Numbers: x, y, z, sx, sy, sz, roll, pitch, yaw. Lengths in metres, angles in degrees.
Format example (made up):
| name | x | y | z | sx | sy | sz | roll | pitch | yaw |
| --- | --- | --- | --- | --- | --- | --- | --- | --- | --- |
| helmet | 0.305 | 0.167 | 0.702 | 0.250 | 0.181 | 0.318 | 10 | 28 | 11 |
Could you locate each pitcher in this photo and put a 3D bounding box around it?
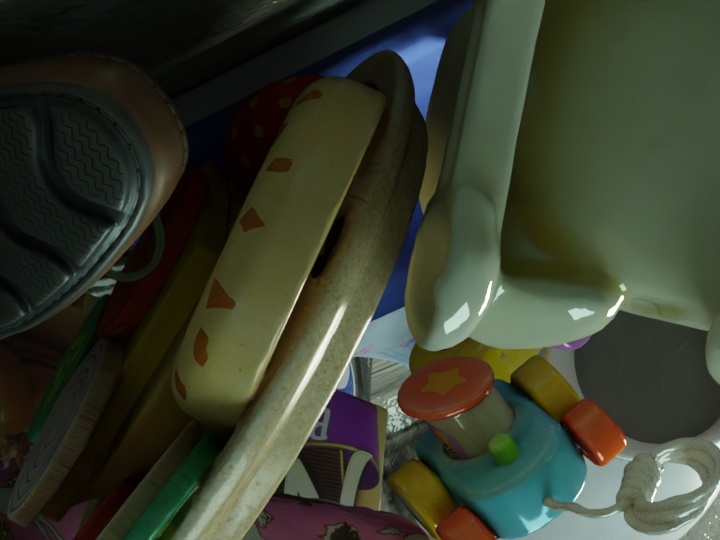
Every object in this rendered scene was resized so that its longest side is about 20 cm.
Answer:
| name | x | y | z | sx | sy | sz | roll | pitch | yaw |
| --- | --- | --- | --- | --- | --- | --- | --- | --- | --- |
| pitcher | 0.079 | 0.066 | 1.033 | 0.172 | 0.121 | 0.200 | -29 | 171 | -17 |

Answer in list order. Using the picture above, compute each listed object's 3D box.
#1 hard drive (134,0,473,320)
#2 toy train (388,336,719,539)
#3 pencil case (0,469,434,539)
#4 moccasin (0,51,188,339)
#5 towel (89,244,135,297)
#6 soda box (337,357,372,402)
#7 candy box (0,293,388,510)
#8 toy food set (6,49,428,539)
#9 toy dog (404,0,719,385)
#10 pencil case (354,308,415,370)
| name | x | y | z | sx | sy | sz | roll | pitch | yaw |
| --- | --- | --- | --- | --- | --- | --- | --- | --- | --- |
| hard drive | 0.025 | -0.043 | 0.852 | 0.200 | 0.025 | 0.132 | -25 | 142 | 18 |
| toy train | 0.074 | 0.014 | 0.898 | 0.150 | 0.056 | 0.200 | -21 | -149 | 28 |
| pencil case | -0.062 | 0.114 | 0.856 | 0.200 | 0.087 | 0.083 | 7 | -178 | -35 |
| moccasin | -0.104 | -0.012 | 0.711 | 0.078 | 0.074 | 0.201 | -36 | 180 | -37 |
| towel | -0.126 | 0.015 | 1.095 | 0.147 | 0.024 | 0.200 | -28 | 172 | 40 |
| soda box | -0.039 | 0.061 | 1.139 | 0.071 | 0.063 | 0.200 | -25 | -148 | 19 |
| candy box | -0.085 | 0.080 | 0.942 | 0.200 | 0.117 | 0.056 | 23 | 147 | -30 |
| toy food set | -0.045 | 0.021 | 0.742 | 0.198 | 0.049 | 0.200 | -57 | -168 | 16 |
| toy dog | 0.118 | -0.018 | 0.717 | 0.200 | 0.140 | 0.194 | 12 | 167 | -3 |
| pencil case | 0.000 | 0.000 | 1.068 | 0.083 | 0.091 | 0.200 | 12 | -178 | 23 |
